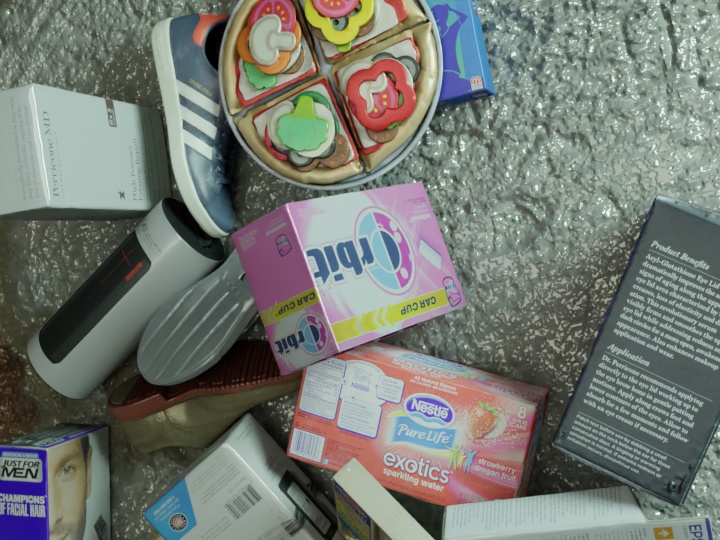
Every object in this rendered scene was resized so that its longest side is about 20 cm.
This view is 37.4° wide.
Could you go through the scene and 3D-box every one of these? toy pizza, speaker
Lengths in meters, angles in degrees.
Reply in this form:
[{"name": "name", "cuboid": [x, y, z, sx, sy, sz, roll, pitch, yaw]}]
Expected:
[{"name": "toy pizza", "cuboid": [-0.029, -0.169, 0.889, 0.197, 0.032, 0.204, 1, 93, 13]}, {"name": "speaker", "cuboid": [-0.217, 0.026, 0.989, 0.200, 0.081, 0.081, -43, 80, 15]}]

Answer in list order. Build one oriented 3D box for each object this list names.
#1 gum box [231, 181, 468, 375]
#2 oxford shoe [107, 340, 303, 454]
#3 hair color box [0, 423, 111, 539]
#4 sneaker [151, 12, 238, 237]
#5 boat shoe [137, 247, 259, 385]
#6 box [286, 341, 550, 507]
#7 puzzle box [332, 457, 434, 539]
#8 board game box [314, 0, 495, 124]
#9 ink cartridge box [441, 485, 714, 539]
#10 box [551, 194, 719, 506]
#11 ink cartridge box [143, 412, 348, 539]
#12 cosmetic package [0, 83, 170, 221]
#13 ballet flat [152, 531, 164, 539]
[{"name": "gum box", "cuboid": [0.000, 0.000, 0.859, 0.066, 0.199, 0.115, -24, 84, 37]}, {"name": "oxford shoe", "cuboid": [-0.131, 0.120, 0.983, 0.197, 0.071, 0.076, -13, 116, 16]}, {"name": "hair color box", "cuboid": [-0.288, 0.255, 1.007, 0.064, 0.109, 0.204, -1, 93, 17]}, {"name": "sneaker", "cuboid": [-0.127, -0.134, 0.957, 0.083, 0.075, 0.203, -12, 93, 10]}, {"name": "boat shoe", "cuboid": [-0.115, 0.032, 0.955, 0.200, 0.062, 0.072, -42, 71, 9]}, {"name": "box", "cuboid": [0.050, 0.127, 0.898, 0.197, 0.095, 0.104, 14, 97, 16]}, {"name": "puzzle box", "cuboid": [0.054, 0.248, 0.840, 0.025, 0.134, 0.200, -38, 64, -21]}, {"name": "board game box", "cuboid": [0.023, -0.234, 0.916, 0.150, 0.045, 0.204, -12, 89, 18]}, {"name": "ink cartridge box", "cuboid": [0.183, 0.251, 0.836, 0.197, 0.044, 0.198, -10, 126, 16]}, {"name": "box", "cuboid": [0.237, 0.053, 0.807, 0.103, 0.148, 0.203, 23, 98, 16]}, {"name": "ink cartridge box", "cuboid": [-0.080, 0.245, 0.945, 0.116, 0.068, 0.200, -40, 93, 21]}, {"name": "cosmetic package", "cuboid": [-0.247, -0.097, 0.929, 0.073, 0.200, 0.104, -8, 91, 18]}, {"name": "ballet flat", "cuboid": [-0.185, 0.306, 0.999, 0.068, 0.063, 0.203, 22, 99, 15]}]
